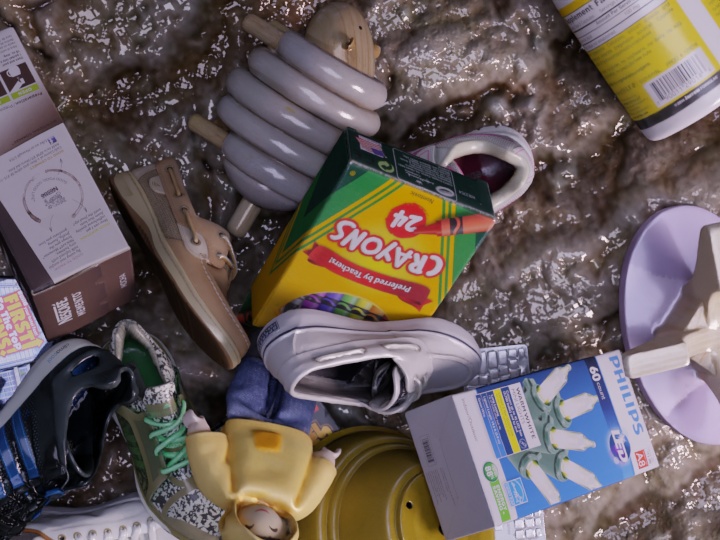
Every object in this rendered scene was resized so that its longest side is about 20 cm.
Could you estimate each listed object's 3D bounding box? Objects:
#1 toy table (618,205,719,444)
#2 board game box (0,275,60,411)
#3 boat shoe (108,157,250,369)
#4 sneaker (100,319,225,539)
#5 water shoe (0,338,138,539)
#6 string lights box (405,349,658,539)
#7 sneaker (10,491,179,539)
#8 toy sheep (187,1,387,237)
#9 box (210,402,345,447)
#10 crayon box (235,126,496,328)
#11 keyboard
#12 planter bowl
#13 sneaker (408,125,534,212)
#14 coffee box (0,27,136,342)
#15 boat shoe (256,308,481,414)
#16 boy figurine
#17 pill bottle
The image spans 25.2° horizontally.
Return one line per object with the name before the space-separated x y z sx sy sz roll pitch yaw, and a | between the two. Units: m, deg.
toy table | 0.285 0.049 1.301 0.183 0.117 0.201 -24 95 -5
board game box | -0.306 0.078 1.262 0.199 0.062 0.201 -13 93 -5
boat shoe | -0.127 -0.013 1.237 0.064 0.071 0.200 -26 59 -13
sneaker | -0.151 0.121 1.231 0.077 0.089 0.200 -28 68 -15
water shoe | -0.241 0.144 1.191 0.079 0.071 0.200 24 80 36
string lights box | 0.136 0.133 1.255 0.200 0.059 0.103 -11 80 -42
sneaker | -0.208 0.222 1.251 0.199 0.085 0.073 -4 107 3
toy sheep | -0.053 -0.117 1.255 0.138 0.138 0.200 27 103 -7
box | -0.051 0.200 1.305 0.137 0.040 0.200 -34 95 -4
crayon box | 0.000 0.000 1.240 0.127 0.051 0.200 19 123 -20
keyboard | 0.120 0.163 1.338 0.056 0.011 0.201 -6 92 -6
planter bowl | 0.043 0.207 1.243 0.200 0.083 0.201 17 61 -32
sneaker | 0.050 -0.064 1.283 0.199 0.088 0.082 -24 94 -5
coffee box | -0.247 -0.062 1.203 0.080 0.113 0.200 -26 74 -14
boat shoe | 0.017 0.075 1.209 0.200 0.066 0.072 13 126 -39
boy figurine | -0.075 0.139 1.194 0.124 0.064 0.200 21 46 -14
pill bottle | 0.221 -0.214 1.287 0.111 0.111 0.200 -35 95 -4
